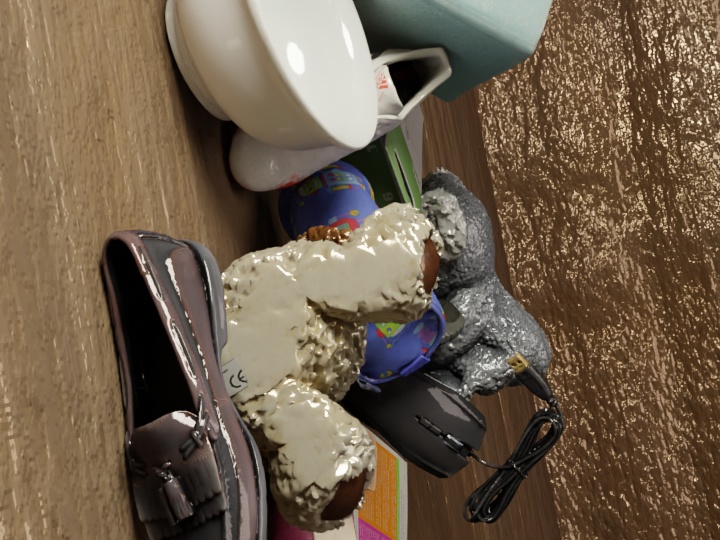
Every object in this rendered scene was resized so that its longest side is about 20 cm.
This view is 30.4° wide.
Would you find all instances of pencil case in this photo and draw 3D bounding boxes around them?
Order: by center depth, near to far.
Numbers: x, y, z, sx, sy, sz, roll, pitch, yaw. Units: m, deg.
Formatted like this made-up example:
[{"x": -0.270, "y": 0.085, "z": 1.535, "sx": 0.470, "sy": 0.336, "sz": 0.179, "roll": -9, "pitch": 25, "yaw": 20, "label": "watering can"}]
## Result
[{"x": 0.000, "y": 0.000, "z": 0.978, "sx": 0.087, "sy": 0.078, "sz": 0.201, "roll": 59, "pitch": 2, "yaw": -40, "label": "pencil case"}]

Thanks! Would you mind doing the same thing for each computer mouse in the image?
[{"x": 0.084, "y": 0.116, "z": 1.144, "sx": 0.200, "sy": 0.141, "sz": 0.046, "roll": 43, "pitch": 2, "yaw": -6, "label": "computer mouse"}]

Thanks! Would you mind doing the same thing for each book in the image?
[{"x": -0.006, "y": 0.192, "z": 1.035, "sx": 0.200, "sy": 0.048, "sz": 0.135, "roll": 54, "pitch": 29, "yaw": -62, "label": "book"}]

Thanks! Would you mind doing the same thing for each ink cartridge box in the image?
[{"x": 0.014, "y": -0.115, "z": 1.147, "sx": 0.201, "sy": 0.059, "sz": 0.104, "roll": -86, "pitch": 160, "yaw": -51, "label": "ink cartridge box"}]

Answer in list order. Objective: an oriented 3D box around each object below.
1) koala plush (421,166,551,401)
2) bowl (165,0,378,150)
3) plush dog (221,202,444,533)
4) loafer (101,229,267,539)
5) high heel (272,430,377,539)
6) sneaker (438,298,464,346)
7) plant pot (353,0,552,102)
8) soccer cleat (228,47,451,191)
[{"x": 0.081, "y": 0.009, "z": 1.230, "sx": 0.177, "sy": 0.182, "sz": 0.202, "roll": -49, "pitch": 134, "yaw": -77, "label": "koala plush"}, {"x": -0.071, "y": -0.164, "z": 0.905, "sx": 0.201, "sy": 0.090, "sz": 0.202, "roll": 54, "pitch": 26, "yaw": -41, "label": "bowl"}, {"x": -0.048, "y": 0.047, "z": 0.826, "sx": 0.172, "sy": 0.159, "sz": 0.202, "roll": 95, "pitch": 13, "yaw": -82, "label": "plush dog"}, {"x": -0.100, "y": 0.072, "z": 0.677, "sx": 0.063, "sy": 0.071, "sz": 0.202, "roll": 24, "pitch": 47, "yaw": -52, "label": "loafer"}, {"x": -0.040, "y": 0.202, "z": 0.884, "sx": 0.067, "sy": 0.096, "sz": 0.202, "roll": 14, "pitch": 73, "yaw": -31, "label": "high heel"}, {"x": 0.013, "y": 0.037, "z": 1.070, "sx": 0.199, "sy": 0.073, "sz": 0.083, "roll": -11, "pitch": 78, "yaw": -52, "label": "sneaker"}, {"x": 0.044, "y": -0.276, "z": 1.046, "sx": 0.196, "sy": 0.198, "sz": 0.197, "roll": 166, "pitch": -56, "yaw": -73, "label": "plant pot"}, {"x": -0.014, "y": -0.120, "z": 0.999, "sx": 0.199, "sy": 0.085, "sz": 0.069, "roll": -31, "pitch": 103, "yaw": -33, "label": "soccer cleat"}]
